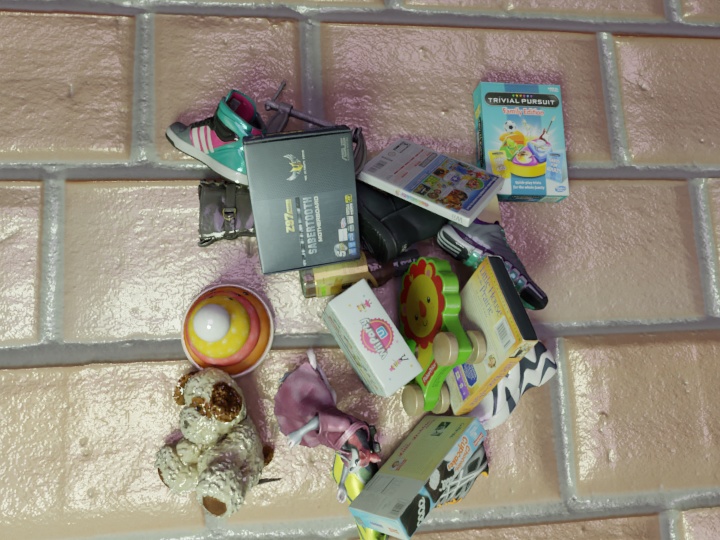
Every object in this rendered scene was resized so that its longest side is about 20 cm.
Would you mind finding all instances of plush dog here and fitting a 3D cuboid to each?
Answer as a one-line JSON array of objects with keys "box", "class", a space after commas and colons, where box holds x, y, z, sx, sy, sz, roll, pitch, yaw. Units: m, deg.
[{"box": [-0.200, 0.224, 0.831, 0.159, 0.198, 0.175, -18, 102, -41], "class": "plush dog"}]

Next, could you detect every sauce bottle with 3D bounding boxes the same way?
[{"box": [0.000, 0.000, 0.937, 0.196, 0.065, 0.066, -9, 82, -7], "class": "sauce bottle"}]

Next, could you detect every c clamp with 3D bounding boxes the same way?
[{"box": [-0.074, -0.225, 0.933, 0.197, 0.027, 0.172, 24, 54, 4], "class": "c clamp"}]

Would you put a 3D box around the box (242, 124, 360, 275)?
[{"box": [-0.084, -0.104, 0.859, 0.155, 0.051, 0.203, -8, 114, -10], "class": "box"}]

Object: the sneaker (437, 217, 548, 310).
[{"box": [0.218, -0.026, 0.893, 0.199, 0.074, 0.088, 37, 73, 0], "class": "sneaker"}]

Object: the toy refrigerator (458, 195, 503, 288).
[{"box": [0.205, -0.017, 0.963, 0.069, 0.076, 0.204, -7, 81, -9], "class": "toy refrigerator"}]

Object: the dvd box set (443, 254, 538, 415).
[{"box": [0.172, 0.098, 0.855, 0.029, 0.201, 0.148, 4, 48, -23], "class": "dvd box set"}]

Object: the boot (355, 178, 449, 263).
[{"box": [0.051, -0.113, 0.961, 0.167, 0.077, 0.201, -25, 60, -29], "class": "boot"}]

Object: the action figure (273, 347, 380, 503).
[{"box": [-0.038, 0.227, 0.845, 0.149, 0.198, 0.135, -48, 132, -27], "class": "action figure"}]

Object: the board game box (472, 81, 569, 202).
[{"box": [0.280, -0.225, 1.021, 0.148, 0.047, 0.204, 0, 81, -8], "class": "board game box"}]

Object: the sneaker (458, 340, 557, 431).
[{"box": [0.209, 0.155, 0.923, 0.198, 0.079, 0.131, -34, 95, -10], "class": "sneaker"}]

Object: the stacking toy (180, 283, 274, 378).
[{"box": [-0.196, 0.080, 0.829, 0.143, 0.200, 0.149, 1, 81, -8], "class": "stacking toy"}]

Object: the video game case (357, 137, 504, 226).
[{"box": [0.113, -0.147, 0.929, 0.198, 0.018, 0.143, 26, 45, 22], "class": "video game case"}]

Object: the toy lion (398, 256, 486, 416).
[{"box": [0.101, 0.090, 0.886, 0.068, 0.202, 0.193, 1, 45, -25], "class": "toy lion"}]

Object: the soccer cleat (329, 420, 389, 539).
[{"box": [-0.004, 0.333, 0.894, 0.082, 0.065, 0.204, -11, 86, 21], "class": "soccer cleat"}]

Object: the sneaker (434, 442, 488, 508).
[{"box": [0.124, 0.325, 0.887, 0.198, 0.078, 0.078, -30, 98, -22], "class": "sneaker"}]

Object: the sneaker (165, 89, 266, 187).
[{"box": [-0.217, -0.222, 0.894, 0.199, 0.083, 0.122, 31, 103, 27], "class": "sneaker"}]

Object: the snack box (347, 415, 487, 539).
[{"box": [0.083, 0.288, 0.836, 0.199, 0.116, 0.037, -40, 103, -34], "class": "snack box"}]

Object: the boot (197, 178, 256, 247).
[{"box": [-0.177, -0.131, 0.937, 0.171, 0.069, 0.204, 5, 73, 1], "class": "boot"}]

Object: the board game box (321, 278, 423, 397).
[{"box": [0.008, 0.103, 0.852, 0.064, 0.200, 0.149, -32, 87, -10], "class": "board game box"}]
